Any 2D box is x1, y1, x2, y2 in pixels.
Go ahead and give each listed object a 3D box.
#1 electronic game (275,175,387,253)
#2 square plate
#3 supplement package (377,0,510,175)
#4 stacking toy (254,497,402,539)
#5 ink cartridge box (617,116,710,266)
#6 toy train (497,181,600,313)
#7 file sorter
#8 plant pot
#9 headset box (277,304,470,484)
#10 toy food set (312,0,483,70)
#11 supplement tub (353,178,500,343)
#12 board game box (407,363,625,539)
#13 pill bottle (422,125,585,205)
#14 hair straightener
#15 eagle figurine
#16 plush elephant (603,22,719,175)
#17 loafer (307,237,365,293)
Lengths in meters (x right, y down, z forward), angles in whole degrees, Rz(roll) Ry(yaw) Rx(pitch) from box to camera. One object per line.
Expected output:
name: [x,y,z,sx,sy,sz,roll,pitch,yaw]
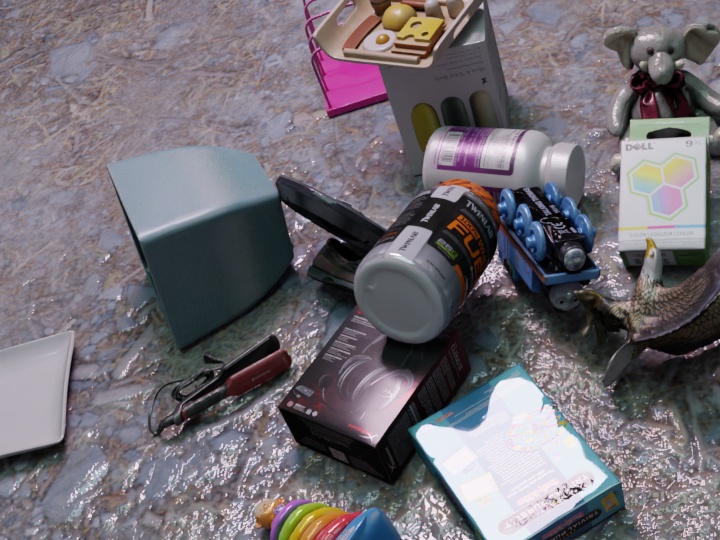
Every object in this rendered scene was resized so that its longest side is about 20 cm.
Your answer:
electronic game: [-0.022,-0.067,1.497,0.199,0.200,0.042,27,86,40]
square plate: [-0.477,0.182,1.545,0.198,0.029,0.199,-16,43,6]
supplement package: [0.122,-0.269,1.630,0.150,0.201,0.152,-10,44,13]
stacking toy: [-0.052,0.285,1.226,0.116,0.110,0.199,-44,36,-20]
ink cartridge box: [0.373,-0.108,1.413,0.103,0.059,0.202,-1,70,22]
toy train: [0.222,-0.029,1.381,0.086,0.116,0.200,-9,26,-9]
file sorter: [-0.014,-0.370,1.846,0.137,0.126,0.201,-17,42,6]
plant pot: [-0.205,-0.056,1.563,0.198,0.197,0.197,-23,41,-11]
headset box: [0.024,0.130,1.356,0.148,0.078,0.200,18,56,35]
toy food set: [0.053,-0.340,1.536,0.198,0.061,0.144,13,53,34]
supplement tub: [0.085,-0.018,1.353,0.121,0.124,0.200,7,37,28]
board game box: [0.163,0.210,1.238,0.150,0.047,0.200,-29,43,-8]
pill bottle: [0.191,-0.131,1.528,0.198,0.113,0.113,8,49,28]
hair straightener: [-0.186,0.142,1.467,0.199,0.041,0.077,-34,43,-6]
eagle figurine: [0.341,0.036,1.265,0.198,0.152,0.152,-3,34,30]
plush elephant: [0.400,-0.251,1.530,0.163,0.156,0.201,-8,44,14]
loafer: [0.000,0.000,1.468,0.199,0.071,0.064,17,86,53]
